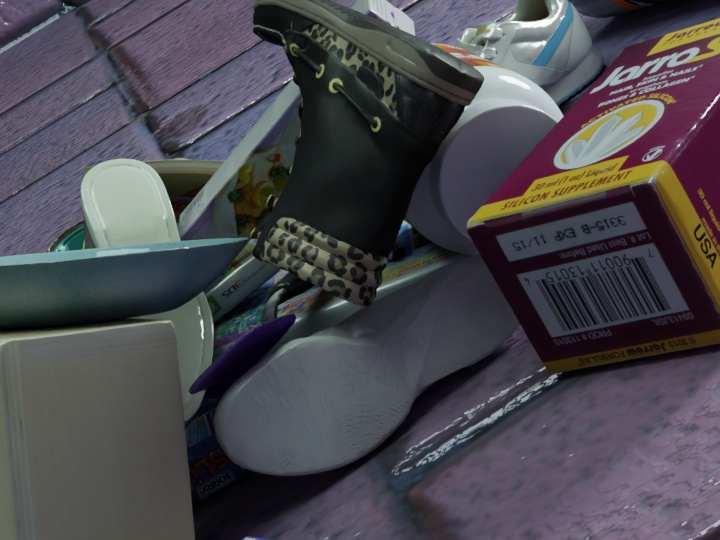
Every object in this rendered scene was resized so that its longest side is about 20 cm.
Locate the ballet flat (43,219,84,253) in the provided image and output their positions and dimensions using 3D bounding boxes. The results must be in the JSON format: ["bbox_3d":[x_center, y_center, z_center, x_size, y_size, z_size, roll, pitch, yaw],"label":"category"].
[{"bbox_3d":[-0.211,0.029,1.492,0.067,0.068,0.200,-36,9,37],"label":"ballet flat"}]

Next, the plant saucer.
[{"bbox_3d":[-0.161,0.008,1.247,0.200,0.039,0.201,-5,3,0],"label":"plant saucer"}]

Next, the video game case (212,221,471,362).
[{"bbox_3d":[0.000,0.000,1.428,0.199,0.024,0.182,-21,16,5],"label":"video game case"}]

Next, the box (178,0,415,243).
[{"bbox_3d":[-0.042,-0.086,1.381,0.200,0.039,0.041,-49,19,19],"label":"box"}]

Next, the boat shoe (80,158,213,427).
[{"bbox_3d":[-0.134,0.025,1.360,0.072,0.060,0.202,-7,54,-12],"label":"boat shoe"}]

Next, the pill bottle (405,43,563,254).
[{"bbox_3d":[0.064,-0.072,1.331,0.112,0.112,0.200,-32,17,-5],"label":"pill bottle"}]

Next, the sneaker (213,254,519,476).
[{"bbox_3d":[-0.002,0.057,1.269,0.199,0.076,0.088,-27,9,-21],"label":"sneaker"}]

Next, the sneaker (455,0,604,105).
[{"bbox_3d":[0.090,-0.131,1.596,0.076,0.081,0.200,-5,32,52],"label":"sneaker"}]

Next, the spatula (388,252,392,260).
[{"bbox_3d":[-0.045,-0.039,1.444,0.021,0.057,0.199,-29,21,-36],"label":"spatula"}]

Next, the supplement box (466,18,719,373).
[{"bbox_3d":[0.172,-0.047,1.193,0.131,0.103,0.200,-15,23,43],"label":"supplement box"}]

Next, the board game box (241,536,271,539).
[{"bbox_3d":[-0.072,0.205,1.003,0.200,0.045,0.152,-42,20,-28],"label":"board game box"}]

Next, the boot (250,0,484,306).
[{"bbox_3d":[-0.022,-0.075,1.269,0.200,0.073,0.151,28,98,48],"label":"boot"}]

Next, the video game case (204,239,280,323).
[{"bbox_3d":[-0.143,0.034,1.483,0.182,0.022,0.200,-39,13,-6],"label":"video game case"}]

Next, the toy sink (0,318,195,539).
[{"bbox_3d":[-0.162,0.130,1.208,0.112,0.201,0.130,-6,2,-31],"label":"toy sink"}]

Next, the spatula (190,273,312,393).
[{"bbox_3d":[-0.048,0.023,1.292,0.057,0.021,0.200,-46,4,24],"label":"spatula"}]

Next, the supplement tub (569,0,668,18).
[{"bbox_3d":[0.237,-0.268,1.657,0.200,0.123,0.123,-12,25,49],"label":"supplement tub"}]

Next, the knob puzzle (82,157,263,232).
[{"bbox_3d":[-0.097,-0.062,1.547,0.218,0.031,0.220,3,-9,1],"label":"knob puzzle"}]

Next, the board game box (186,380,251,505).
[{"bbox_3d":[-0.133,0.106,1.388,0.135,0.035,0.200,-30,17,0],"label":"board game box"}]
